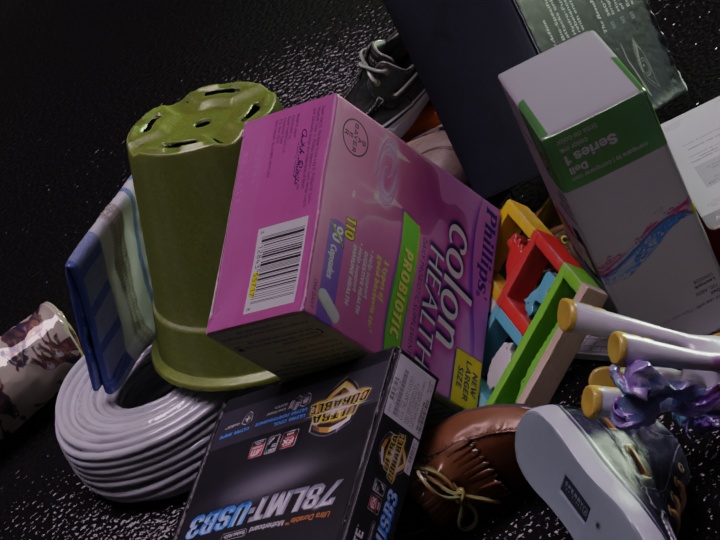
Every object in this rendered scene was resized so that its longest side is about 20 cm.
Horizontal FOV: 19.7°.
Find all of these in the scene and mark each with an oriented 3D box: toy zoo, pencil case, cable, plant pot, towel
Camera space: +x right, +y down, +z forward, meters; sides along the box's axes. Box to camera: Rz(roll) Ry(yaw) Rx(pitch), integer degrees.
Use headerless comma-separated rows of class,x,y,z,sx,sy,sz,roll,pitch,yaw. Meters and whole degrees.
toy zoo,0.112,0.030,1.560,0.132,0.020,0.200,-62,26,15
pencil case,-0.329,0.118,1.818,0.200,0.090,0.078,-39,59,-18
cable,-0.154,0.103,1.696,0.199,0.069,0.200,-23,29,9
plant pot,-0.098,-0.038,1.624,0.199,0.191,0.200,-14,27,7
towel,-0.174,-0.013,1.688,0.024,0.147,0.200,12,44,21

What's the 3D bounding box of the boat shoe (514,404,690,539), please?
boat shoe,0.183,0.155,1.325,0.090,0.071,0.201,-4,41,-27

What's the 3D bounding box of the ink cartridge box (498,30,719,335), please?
ink cartridge box,0.187,-0.054,1.509,0.084,0.201,0.145,-26,25,2

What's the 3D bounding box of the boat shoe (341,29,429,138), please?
boat shoe,0.030,-0.175,1.784,0.200,0.071,0.072,-44,43,7

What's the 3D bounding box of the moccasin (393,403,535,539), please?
moccasin,0.051,0.149,1.442,0.201,0.074,0.078,-17,33,21

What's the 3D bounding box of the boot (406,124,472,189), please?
boot,0.026,-0.076,1.752,0.199,0.070,0.146,-2,29,46

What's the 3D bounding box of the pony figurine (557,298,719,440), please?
pony figurine,0.243,0.066,1.314,0.199,0.167,0.193,4,9,-13

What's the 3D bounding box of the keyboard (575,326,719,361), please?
keyboard,0.210,0.048,1.531,0.199,0.011,0.056,3,41,43

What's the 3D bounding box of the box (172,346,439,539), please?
box,-0.050,0.165,1.444,0.200,0.050,0.199,-19,41,45

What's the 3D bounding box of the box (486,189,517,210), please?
box,0.007,-0.009,1.763,0.199,0.048,0.193,3,39,44

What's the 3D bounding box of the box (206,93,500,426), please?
box,0.000,0.000,1.529,0.096,0.200,0.177,-14,56,39

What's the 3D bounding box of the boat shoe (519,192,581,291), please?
boat shoe,0.190,-0.059,1.660,0.072,0.068,0.200,2,41,42

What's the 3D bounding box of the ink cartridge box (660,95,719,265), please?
ink cartridge box,0.336,-0.080,1.550,0.199,0.084,0.176,-26,29,6

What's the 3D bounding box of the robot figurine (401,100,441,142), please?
robot figurine,0.087,-0.162,1.866,0.199,0.117,0.144,-2,61,39

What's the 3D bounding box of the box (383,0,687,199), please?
box,0.143,-0.189,1.687,0.117,0.197,0.200,-23,5,38
